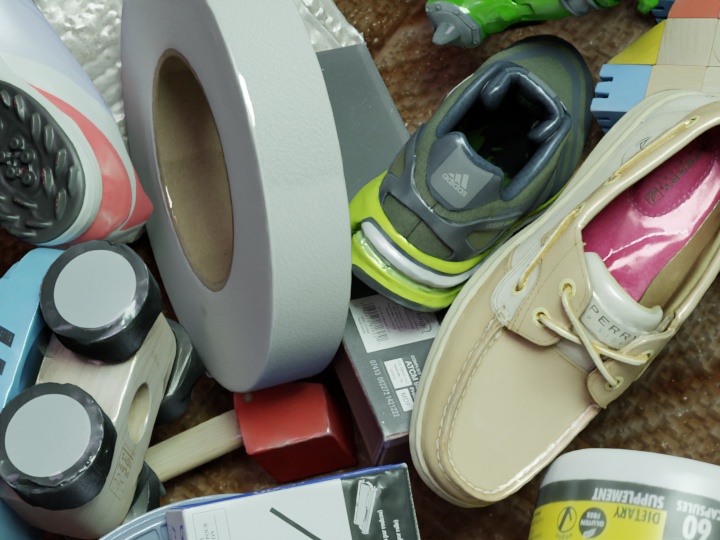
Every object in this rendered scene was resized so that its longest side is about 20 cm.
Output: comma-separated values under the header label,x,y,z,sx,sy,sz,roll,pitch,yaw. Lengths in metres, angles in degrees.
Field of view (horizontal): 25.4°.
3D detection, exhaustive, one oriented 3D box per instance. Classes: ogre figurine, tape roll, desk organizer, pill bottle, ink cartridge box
label,x,y,z,sx,sy,sz,roll,pitch,yaw
ogre figurine,0.086,-0.169,0.780,0.120,0.098,0.201,-22,54,18
tape roll,-0.059,-0.046,0.702,0.037,0.203,0.203,-14,60,-21
desk organizer,0.000,0.000,0.734,0.072,0.077,0.200,-14,61,-19
pill bottle,0.106,0.179,0.617,0.111,0.111,0.201,7,70,19
ink cartridge box,-0.012,0.184,0.632,0.094,0.044,0.201,-9,85,-18

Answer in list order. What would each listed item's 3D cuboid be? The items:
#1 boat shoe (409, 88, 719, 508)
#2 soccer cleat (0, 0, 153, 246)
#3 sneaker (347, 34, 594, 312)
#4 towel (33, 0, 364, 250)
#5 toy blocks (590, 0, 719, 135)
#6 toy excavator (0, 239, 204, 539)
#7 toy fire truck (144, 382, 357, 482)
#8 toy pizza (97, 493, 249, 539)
label,x,y,z,sx,sy,sz,roll,pitch,yaw
boat shoe,0.093,0.009,0.634,0.074,0.069,0.200,36,84,-14
soccer cleat,-0.165,-0.095,0.746,0.068,0.073,0.200,-39,71,20
sneaker,0.066,-0.058,0.698,0.074,0.081,0.200,39,40,-1
towel,-0.106,-0.098,0.802,0.200,0.034,0.133,-36,106,0
toy blocks,0.172,-0.080,0.731,0.136,0.100,0.201,5,68,31
toy excavator,-0.189,0.077,0.690,0.199,0.100,0.195,9,67,14
toy fire truck,-0.098,0.135,0.731,0.199,0.049,0.141,-12,64,11
toy pizza,-0.053,0.193,0.658,0.199,0.032,0.201,3,80,-18
